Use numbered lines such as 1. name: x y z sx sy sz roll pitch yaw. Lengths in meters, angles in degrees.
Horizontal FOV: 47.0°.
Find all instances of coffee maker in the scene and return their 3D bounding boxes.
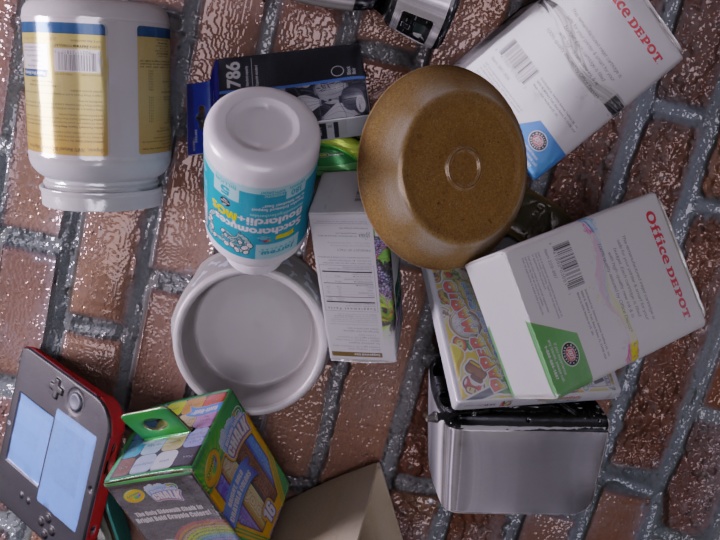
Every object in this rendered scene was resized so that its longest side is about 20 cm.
1. coffee maker: 0.016 -0.339 0.821 0.198 0.135 0.194 14 102 -6

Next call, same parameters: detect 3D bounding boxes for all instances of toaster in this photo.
1. toaster: 0.159 0.175 0.925 0.198 0.181 0.120 1 105 -3

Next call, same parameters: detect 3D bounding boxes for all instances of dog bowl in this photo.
1. dog bowl: -0.125 0.075 0.954 0.198 0.059 0.202 0 103 -1

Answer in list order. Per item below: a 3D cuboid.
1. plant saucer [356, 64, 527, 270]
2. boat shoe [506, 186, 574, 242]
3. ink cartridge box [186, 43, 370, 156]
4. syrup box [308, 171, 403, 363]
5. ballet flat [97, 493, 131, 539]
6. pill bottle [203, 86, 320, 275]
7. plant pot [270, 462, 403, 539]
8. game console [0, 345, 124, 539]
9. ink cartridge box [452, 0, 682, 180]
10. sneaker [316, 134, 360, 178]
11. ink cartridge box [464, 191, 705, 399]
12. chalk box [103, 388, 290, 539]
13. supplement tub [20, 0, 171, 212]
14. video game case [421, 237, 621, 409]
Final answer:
1. plant saucer: 0.092 -0.099 0.804 0.199 0.035 0.202 -3 96 -27
2. boat shoe: 0.150 -0.082 0.922 0.200 0.066 0.072 38 87 6
3. ink cartridge box: -0.091 -0.181 0.877 0.198 0.039 0.100 -8 64 0
4. syrup box: 0.000 0.000 0.888 0.081 0.079 0.201 0 127 10
5. ballet flat: -0.323 0.262 0.988 0.063 0.067 0.202 -6 104 4
6. pill bottle: -0.103 -0.079 0.838 0.110 0.112 0.201 8 146 -4
7. plant pot: -0.048 0.374 0.968 0.176 0.200 0.201 -13 104 12
8. game console: -0.352 0.209 0.949 0.176 0.031 0.202 24 104 26
9. ink cartridge box: 0.213 -0.219 0.882 0.200 0.084 0.145 -39 102 8
10. sneaker: 0.025 -0.087 0.918 0.199 0.074 0.084 31 110 1
11. ink cartridge box: 0.225 0.024 0.825 0.199 0.087 0.146 -21 89 -21
12. chalk box: -0.186 0.220 0.919 0.123 0.124 0.201 -13 118 23
13. supplement tub: -0.266 -0.169 0.845 0.143 0.145 0.202 2 103 -3
14. video game case: 0.166 0.049 0.892 0.180 0.201 0.023 -2 147 -12
